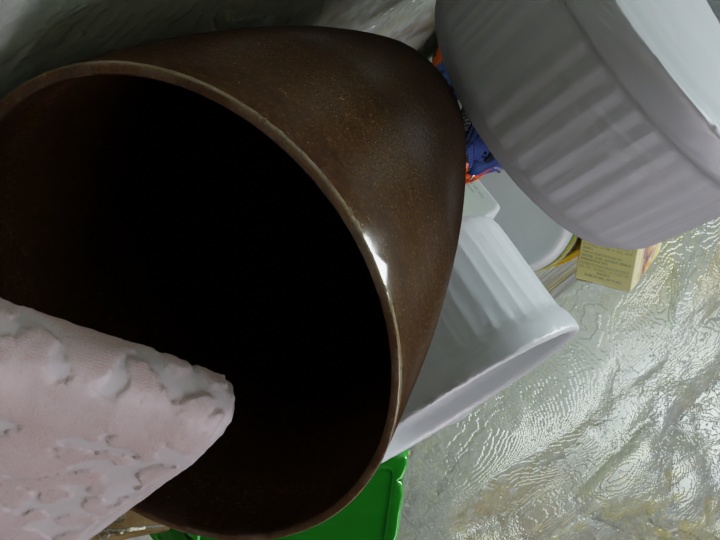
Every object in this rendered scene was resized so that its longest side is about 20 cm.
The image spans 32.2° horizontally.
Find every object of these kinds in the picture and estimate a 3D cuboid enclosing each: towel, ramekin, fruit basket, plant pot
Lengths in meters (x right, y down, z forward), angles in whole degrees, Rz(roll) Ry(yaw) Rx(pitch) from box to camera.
[{"bbox_3d":[-0.174,0.064,0.428,0.198,0.033,0.191,21,132,-33],"label":"towel"},{"bbox_3d":[0.035,0.050,0.823,0.199,0.098,0.201,-30,167,-7],"label":"ramekin"},{"bbox_3d":[-0.065,0.162,0.986,0.215,0.213,0.158,-14,114,-65],"label":"fruit basket"},{"bbox_3d":[0.122,-0.103,0.609,0.094,0.204,0.202,-35,172,32],"label":"ramekin"},{"bbox_3d":[-0.032,-0.026,0.521,0.187,0.187,0.200,-46,-179,37],"label":"plant pot"}]

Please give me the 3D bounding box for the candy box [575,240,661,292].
[{"bbox_3d":[0.237,-0.097,1.064,0.115,0.055,0.203,-38,137,-59],"label":"candy box"}]

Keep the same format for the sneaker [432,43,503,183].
[{"bbox_3d":[0.058,-0.078,0.745,0.075,0.078,0.201,-18,149,-56],"label":"sneaker"}]

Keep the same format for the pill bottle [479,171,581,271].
[{"bbox_3d":[0.157,-0.058,1.122,0.113,0.113,0.200,-42,169,18],"label":"pill bottle"}]

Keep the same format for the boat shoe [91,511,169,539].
[{"bbox_3d":[-0.204,0.177,0.811,0.198,0.077,0.071,7,152,-43],"label":"boat shoe"}]

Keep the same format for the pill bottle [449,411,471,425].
[{"bbox_3d":[0.073,0.036,1.126,0.106,0.106,0.201,-47,-166,39],"label":"pill bottle"}]

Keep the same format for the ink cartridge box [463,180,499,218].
[{"bbox_3d":[0.000,0.000,0.954,0.199,0.068,0.116,-33,167,-23],"label":"ink cartridge box"}]
